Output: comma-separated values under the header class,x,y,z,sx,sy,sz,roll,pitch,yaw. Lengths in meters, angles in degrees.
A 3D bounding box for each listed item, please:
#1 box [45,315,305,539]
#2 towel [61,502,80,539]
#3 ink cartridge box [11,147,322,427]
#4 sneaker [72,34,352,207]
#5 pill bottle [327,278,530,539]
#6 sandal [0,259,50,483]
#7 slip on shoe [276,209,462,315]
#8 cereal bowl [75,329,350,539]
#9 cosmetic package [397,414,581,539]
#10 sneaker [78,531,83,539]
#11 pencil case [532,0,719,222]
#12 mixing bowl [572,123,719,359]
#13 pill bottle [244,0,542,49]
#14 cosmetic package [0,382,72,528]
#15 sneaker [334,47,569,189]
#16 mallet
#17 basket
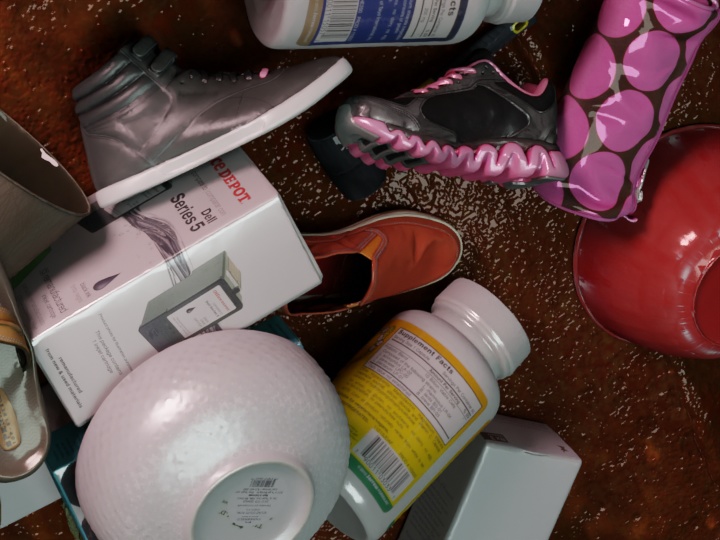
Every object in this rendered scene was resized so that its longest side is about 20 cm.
class,x,y,z,sx,sy,sz,roll,pitch,yaw
box,-0.125,0.117,1.453,0.199,0.049,0.083,-28,121,-12
towel,-0.128,0.231,1.550,0.147,0.037,0.201,-26,108,7
ink cartridge box,-0.146,-0.001,1.421,0.199,0.146,0.084,-31,122,-7
sneaker,-0.109,-0.128,1.392,0.199,0.071,0.100,-25,94,2
pill bottle,0.036,0.103,1.560,0.200,0.112,0.113,-45,126,-18
sandal,-0.249,0.055,1.296,0.081,0.055,0.202,-22,114,-16
slip on shoe,0.000,0.000,1.527,0.199,0.061,0.075,-7,122,-37
cereal bowl,-0.092,0.145,1.395,0.198,0.083,0.202,-15,128,-20
cosmetic package,0.095,0.221,1.689,0.101,0.074,0.201,13,108,-29
sneaker,-0.134,0.259,1.493,0.067,0.090,0.201,-37,106,12
pencil case,0.205,-0.138,1.543,0.093,0.091,0.201,24,110,5
mixing bowl,0.284,-0.005,1.634,0.198,0.108,0.202,-11,120,-19
pill bottle,0.025,-0.212,1.408,0.198,0.111,0.112,-4,117,-22
cosmetic package,-0.239,0.130,1.487,0.199,0.083,0.051,-27,124,-10
sneaker,0.067,-0.117,1.475,0.199,0.079,0.096,7,85,-34
mallet,0.054,-0.126,1.514,0.199,0.041,0.066,-32,123,-10
basket,-0.310,-0.020,1.351,0.180,0.136,0.200,37,101,-26
